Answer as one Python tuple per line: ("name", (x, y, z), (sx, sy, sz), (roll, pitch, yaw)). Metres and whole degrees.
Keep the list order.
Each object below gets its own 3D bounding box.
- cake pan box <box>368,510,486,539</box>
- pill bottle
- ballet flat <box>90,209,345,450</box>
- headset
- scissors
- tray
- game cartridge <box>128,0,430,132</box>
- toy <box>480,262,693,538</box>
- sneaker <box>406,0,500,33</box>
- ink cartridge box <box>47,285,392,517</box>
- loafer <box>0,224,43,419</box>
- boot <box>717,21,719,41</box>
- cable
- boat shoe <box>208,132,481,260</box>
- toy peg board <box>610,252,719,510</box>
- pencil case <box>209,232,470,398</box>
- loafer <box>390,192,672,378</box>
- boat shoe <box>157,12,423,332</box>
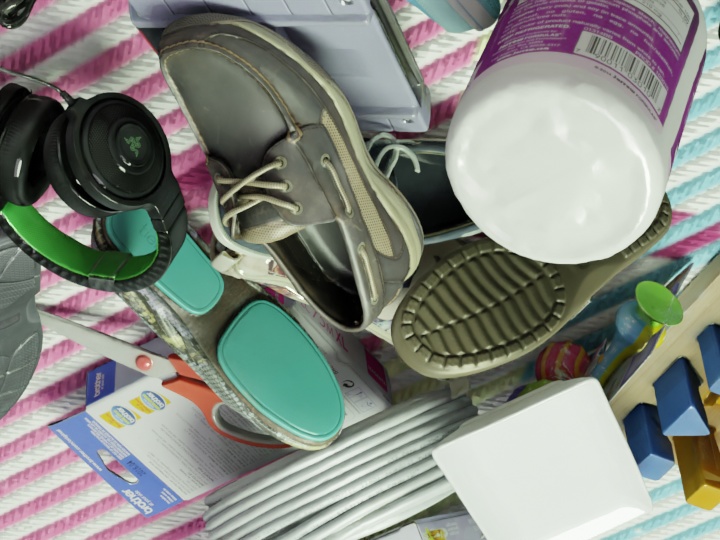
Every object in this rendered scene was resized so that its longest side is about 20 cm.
("cake pan box", (-0.003, 0.223, 1.470), (0.199, 0.053, 0.184), (-25, 166, 19))
("pill bottle", (0.119, -0.102, 1.090), (0.111, 0.200, 0.113), (10, 128, 13))
("ballet flat", (-0.089, 0.033, 1.283), (0.200, 0.072, 0.072), (46, 122, -5))
("headset", (-0.161, -0.077, 1.174), (0.123, 0.094, 0.201), (7, 137, 26))
("scissors", (-0.127, 0.068, 1.339), (0.198, 0.014, 0.074), (8, 114, 7))
("tray", (0.114, 0.124, 1.304), (0.107, 0.022, 0.200), (-25, 146, 4))
("game cartridge", (-0.042, -0.118, 1.116), (0.129, 0.039, 0.200), (-3, 163, 12))
("toy", (0.133, 0.074, 1.367), (0.047, 0.115, 0.200), (39, 128, -3))
("sneaker", (-0.026, -0.175, 1.102), (0.130, 0.080, 0.200), (-32, 121, 24))
("ink cartridge box", (-0.094, 0.085, 1.392), (0.199, 0.042, 0.119), (-28, 130, 18))
("loafer", (-0.239, 0.025, 1.314), (0.072, 0.063, 0.201), (-20, 149, -30))
("boot", (0.316, -0.119, 1.194), (0.197, 0.074, 0.162), (-24, 131, 29))
("cable", (-0.005, 0.137, 1.363), (0.199, 0.070, 0.200), (-26, 174, 10))
("boat shoe", (0.010, -0.041, 1.203), (0.199, 0.076, 0.062), (-1, -176, -32))
("toy peg board", (0.282, 0.100, 1.401), (0.198, 0.098, 0.200), (19, 131, -23))
("pencil case", (0.000, 0.000, 1.275), (0.199, 0.090, 0.078), (26, 141, -28))
("loafer", (0.101, 0.008, 1.256), (0.199, 0.076, 0.067), (-29, 169, -21))
("boat shoe", (-0.035, -0.047, 1.079), (0.074, 0.074, 0.200), (-17, 128, 36))
